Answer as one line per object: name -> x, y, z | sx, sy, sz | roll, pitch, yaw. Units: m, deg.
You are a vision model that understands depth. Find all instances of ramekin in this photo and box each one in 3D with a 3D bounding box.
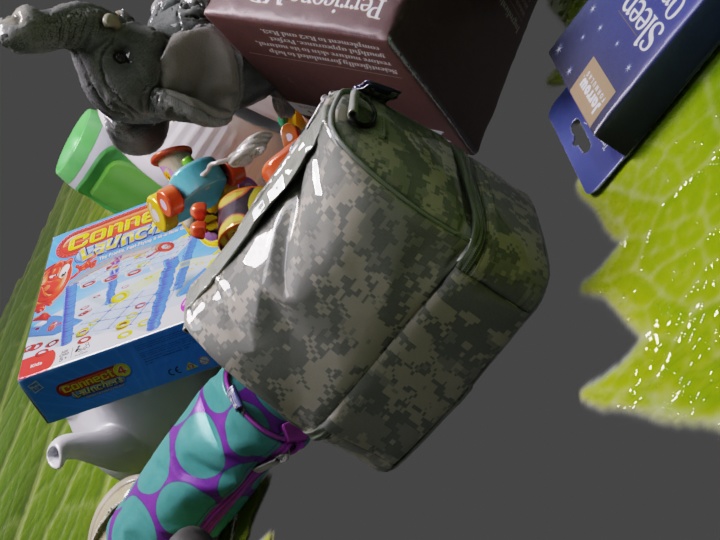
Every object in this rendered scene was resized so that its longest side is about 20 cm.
ramekin -> -0.155, -0.153, 1.292 | 0.095, 0.201, 0.203 | -51, 25, 22

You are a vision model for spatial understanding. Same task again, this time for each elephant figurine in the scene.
elephant figurine -> -0.153, -0.151, 0.973 | 0.200, 0.154, 0.142 | -49, -13, -35

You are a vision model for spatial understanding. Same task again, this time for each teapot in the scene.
teapot -> -0.219, 0.095, 1.223 | 0.199, 0.145, 0.200 | -65, 21, -6

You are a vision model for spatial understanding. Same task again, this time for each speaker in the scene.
speaker -> -0.207, -0.085, 1.327 | 0.089, 0.198, 0.089 | -47, 26, 32

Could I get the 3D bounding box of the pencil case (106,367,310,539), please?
pencil case -> -0.117, 0.159, 1.002 | 0.201, 0.084, 0.093 | -52, 48, 26

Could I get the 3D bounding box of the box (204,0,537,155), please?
box -> 0.024, -0.221, 0.942 | 0.164, 0.164, 0.202 | 14, 75, 32

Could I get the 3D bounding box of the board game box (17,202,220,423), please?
board game box -> -0.187, 0.019, 1.132 | 0.198, 0.056, 0.197 | -19, 37, 12

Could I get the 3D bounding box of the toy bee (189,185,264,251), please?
toy bee -> -0.071, -0.029, 0.970 | 0.131, 0.107, 0.202 | -94, 2, -59

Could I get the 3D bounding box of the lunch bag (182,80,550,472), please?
lunch bag -> 0.000, 0.000, 0.813 | 0.200, 0.166, 0.140 | -49, 25, 28

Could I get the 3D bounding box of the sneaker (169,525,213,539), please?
sneaker -> -0.091, 0.242, 0.888 | 0.091, 0.076, 0.201 | -48, 33, 14

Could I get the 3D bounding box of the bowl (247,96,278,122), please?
bowl -> -0.104, -0.220, 1.259 | 0.075, 0.198, 0.201 | -56, 23, 25

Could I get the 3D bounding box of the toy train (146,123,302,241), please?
toy train -> -0.096, -0.087, 1.032 | 0.149, 0.056, 0.200 | -36, -10, 14

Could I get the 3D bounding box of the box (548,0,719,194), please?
box -> 0.176, -0.153, 0.778 | 0.201, 0.032, 0.122 | -54, 24, 24

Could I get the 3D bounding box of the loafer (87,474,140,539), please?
loafer -> -0.207, 0.269, 1.103 | 0.202, 0.075, 0.068 | -67, 22, 15

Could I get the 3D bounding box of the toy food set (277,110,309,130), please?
toy food set -> -0.015, -0.216, 1.112 | 0.198, 0.048, 0.202 | -50, -29, -45
